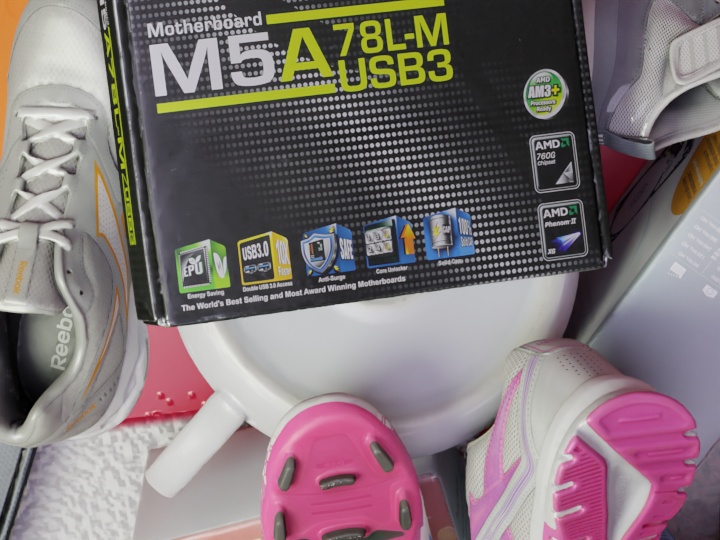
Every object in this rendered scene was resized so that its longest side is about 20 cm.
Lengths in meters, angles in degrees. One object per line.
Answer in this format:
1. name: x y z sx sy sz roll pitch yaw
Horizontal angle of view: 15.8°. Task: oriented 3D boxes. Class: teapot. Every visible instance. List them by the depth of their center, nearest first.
1. teapot: 0.000 0.000 1.175 0.199 0.146 0.198 -1 83 -5

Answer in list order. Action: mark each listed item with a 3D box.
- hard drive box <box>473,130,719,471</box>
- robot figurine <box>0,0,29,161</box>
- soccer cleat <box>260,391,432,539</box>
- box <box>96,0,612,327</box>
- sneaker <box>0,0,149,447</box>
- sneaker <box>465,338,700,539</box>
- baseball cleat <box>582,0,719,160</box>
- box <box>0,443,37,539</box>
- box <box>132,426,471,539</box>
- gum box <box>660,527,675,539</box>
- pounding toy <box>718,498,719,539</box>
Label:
1. hard drive box: 0.139 0.025 1.194 0.077 0.156 0.200 34 103 -6
2. robot figurine: -0.132 -0.074 1.191 0.143 0.117 0.201 11 91 17
3. soccer cleat: -0.001 0.123 1.119 0.070 0.086 0.201 -14 122 2
4. box: -0.005 -0.084 1.065 0.199 0.048 0.194 -7 94 -15
5. sneaker: -0.125 -0.020 1.081 0.075 0.092 0.201 3 100 15
6. sneaker: 0.086 0.110 1.104 0.081 0.088 0.201 -4 126 -23
7. baseball cleat: 0.154 -0.130 1.154 0.106 0.070 0.200 23 70 22
8. box: -0.265 0.093 1.283 0.199 0.051 0.158 19 104 -2
9. box: -0.009 0.176 1.253 0.152 0.106 0.201 -15 112 7
10. gum box: 0.129 0.218 1.220 0.044 0.200 0.171 4 105 -10
11. pounding toy: 0.204 0.202 1.238 0.141 0.200 0.185 1 90 2
